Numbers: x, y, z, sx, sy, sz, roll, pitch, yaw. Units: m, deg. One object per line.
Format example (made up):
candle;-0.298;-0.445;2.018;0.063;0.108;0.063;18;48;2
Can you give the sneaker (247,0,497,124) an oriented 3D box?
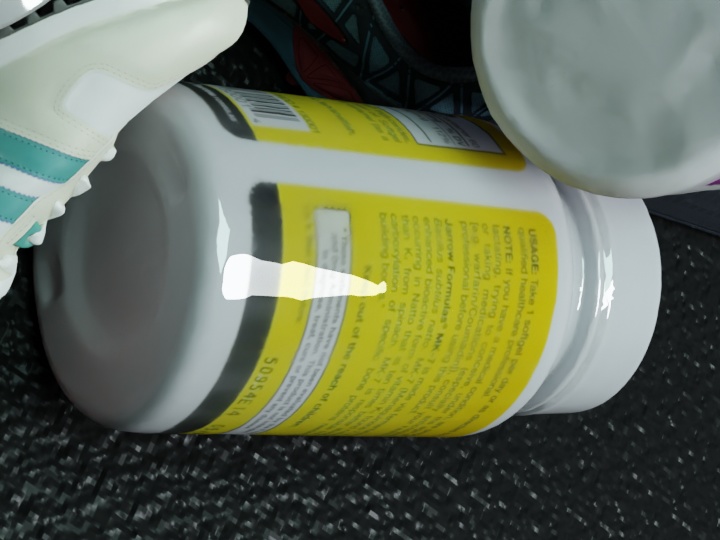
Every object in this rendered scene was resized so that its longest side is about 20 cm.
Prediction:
sneaker;-0.010;-0.124;0.818;0.200;0.095;0.079;40;56;-23

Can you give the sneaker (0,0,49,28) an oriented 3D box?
sneaker;-0.097;-0.170;0.686;0.118;0.074;0.201;65;32;-29

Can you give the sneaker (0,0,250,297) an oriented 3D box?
sneaker;-0.117;-0.023;0.689;0.199;0.070;0.094;-25;106;-6

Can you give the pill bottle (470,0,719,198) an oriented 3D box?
pill bottle;0.121;-0.083;0.809;0.200;0.112;0.113;-9;82;-68

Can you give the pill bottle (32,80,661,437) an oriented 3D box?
pill bottle;0.000;0.000;0.780;0.200;0.114;0.115;4;75;-37

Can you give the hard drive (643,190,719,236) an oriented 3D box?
hard drive;0.134;-0.122;0.964;0.135;0.042;0.201;17;68;-34
